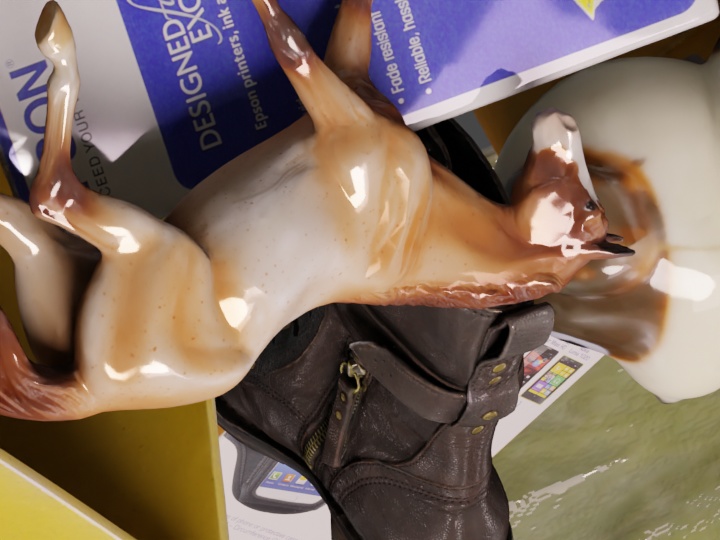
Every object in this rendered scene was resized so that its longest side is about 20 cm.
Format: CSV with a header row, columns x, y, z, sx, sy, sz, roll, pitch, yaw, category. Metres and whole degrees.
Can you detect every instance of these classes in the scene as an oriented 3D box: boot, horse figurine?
x,y,z,sx,sy,sz,roll,pitch,yaw,category
0.000,0.000,0.851,0.069,0.200,0.175,-24,140,-22,boot
-0.036,-0.019,0.693,0.200,0.050,0.133,-31,113,-25,horse figurine

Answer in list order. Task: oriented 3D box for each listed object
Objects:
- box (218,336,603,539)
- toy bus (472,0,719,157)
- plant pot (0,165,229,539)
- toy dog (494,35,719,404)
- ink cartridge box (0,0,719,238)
x,y,z,sx,sy,sz,roll,pitch,yaw,category
0.001,0.046,1.025,0.200,0.042,0.119,-45,138,19,box
0.128,-0.100,0.910,0.200,0.065,0.078,-41,141,16,toy bus
-0.167,0.000,0.768,0.176,0.201,0.200,-23,144,21,plant pot
0.132,-0.041,0.817,0.200,0.140,0.194,-32,105,12,toy dog
-0.024,-0.128,0.729,0.199,0.047,0.198,-20,108,-7,ink cartridge box
